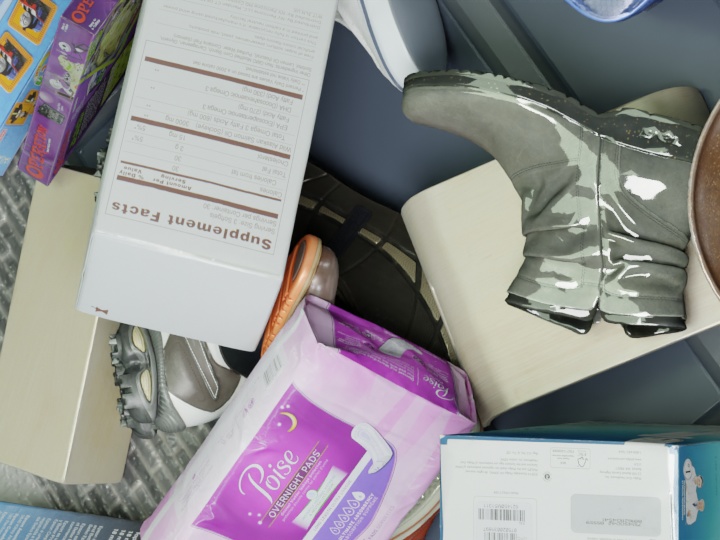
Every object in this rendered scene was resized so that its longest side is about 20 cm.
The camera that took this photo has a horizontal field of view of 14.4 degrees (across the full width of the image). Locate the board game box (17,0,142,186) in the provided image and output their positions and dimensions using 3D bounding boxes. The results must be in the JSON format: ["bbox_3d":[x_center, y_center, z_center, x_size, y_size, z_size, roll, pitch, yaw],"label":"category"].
[{"bbox_3d":[-0.163,-0.146,1.782,0.032,0.200,0.120,27,60,-1],"label":"board game box"}]

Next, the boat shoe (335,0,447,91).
[{"bbox_3d":[-0.016,-0.188,1.779,0.086,0.075,0.202,-30,73,26],"label":"boat shoe"}]

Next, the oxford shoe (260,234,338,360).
[{"bbox_3d":[-0.024,0.053,1.745,0.073,0.071,0.200,12,141,2],"label":"oxford shoe"}]

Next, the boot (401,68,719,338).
[{"bbox_3d":[0.104,-0.038,1.641,0.200,0.068,0.131,15,86,16],"label":"boot"}]

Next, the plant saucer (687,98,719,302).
[{"bbox_3d":[0.285,-0.040,1.600,0.200,0.037,0.201,0,91,8],"label":"plant saucer"}]

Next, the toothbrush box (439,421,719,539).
[{"bbox_3d":[0.153,0.131,1.608,0.146,0.200,0.085,0,91,29],"label":"toothbrush box"}]

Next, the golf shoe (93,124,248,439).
[{"bbox_3d":[-0.117,0.004,1.779,0.094,0.078,0.200,-8,77,-5],"label":"golf shoe"}]

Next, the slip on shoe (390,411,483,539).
[{"bbox_3d":[0.013,0.156,1.767,0.200,0.061,0.074,-54,53,21],"label":"slip on shoe"}]

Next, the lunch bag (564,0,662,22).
[{"bbox_3d":[0.161,-0.237,1.648,0.136,0.132,0.200,44,110,6],"label":"lunch bag"}]

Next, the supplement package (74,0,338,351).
[{"bbox_3d":[-0.092,-0.072,1.710,0.117,0.117,0.200,14,65,-6],"label":"supplement package"}]

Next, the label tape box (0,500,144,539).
[{"bbox_3d":[-0.182,0.231,1.833,0.200,0.063,0.144,5,51,30],"label":"label tape box"}]

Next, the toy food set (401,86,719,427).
[{"bbox_3d":[0.136,-0.008,1.697,0.200,0.060,0.144,-23,78,13],"label":"toy food set"}]

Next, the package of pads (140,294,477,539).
[{"bbox_3d":[-0.033,0.121,1.686,0.120,0.076,0.200,28,113,-18],"label":"package of pads"}]

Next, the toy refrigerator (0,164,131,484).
[{"bbox_3d":[-0.183,0.035,1.877,0.076,0.070,0.200,14,95,33],"label":"toy refrigerator"}]

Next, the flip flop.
[{"bbox_3d":[0.000,0.000,1.775,0.200,0.058,0.081,33,70,19],"label":"flip flop"}]

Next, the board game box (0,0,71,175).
[{"bbox_3d":[-0.253,-0.189,1.935,0.151,0.037,0.200,41,108,24],"label":"board game box"}]
